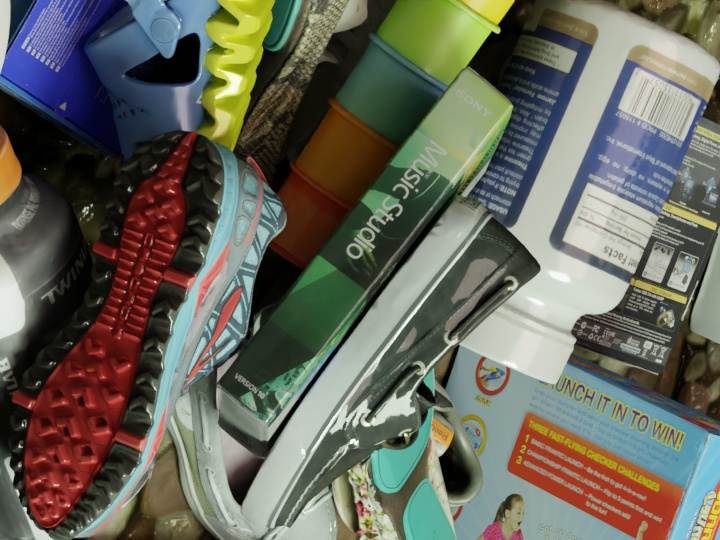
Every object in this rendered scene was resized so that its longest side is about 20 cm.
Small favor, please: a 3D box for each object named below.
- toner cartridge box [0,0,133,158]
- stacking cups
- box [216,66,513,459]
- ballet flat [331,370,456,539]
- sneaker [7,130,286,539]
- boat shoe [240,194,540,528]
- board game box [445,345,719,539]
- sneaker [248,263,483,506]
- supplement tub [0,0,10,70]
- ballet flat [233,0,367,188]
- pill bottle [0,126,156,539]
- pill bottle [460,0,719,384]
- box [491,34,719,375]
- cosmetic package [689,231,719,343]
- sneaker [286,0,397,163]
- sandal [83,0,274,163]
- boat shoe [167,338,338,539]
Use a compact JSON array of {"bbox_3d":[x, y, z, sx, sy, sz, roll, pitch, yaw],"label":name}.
[{"bbox_3d":[-0.112,-0.166,1.240,0.095,0.043,0.201,34,83,-44],"label":"toner cartridge box"},{"bbox_3d":[0.017,-0.091,1.296,0.060,0.061,0.200,24,105,-44],"label":"stacking cups"},{"bbox_3d":[0.000,0.000,1.263,0.200,0.036,0.144,-54,176,-10],"label":"box"},{"bbox_3d":[0.008,0.103,1.363,0.076,0.064,0.201,-47,140,-41],"label":"ballet flat"},{"bbox_3d":[-0.089,0.039,1.176,0.095,0.079,0.201,19,99,-56],"label":"sneaker"},{"bbox_3d":[0.014,0.056,1.253,0.200,0.057,0.069,-54,176,10],"label":"boat shoe"},{"bbox_3d":[0.114,0.154,1.464,0.056,0.200,0.197,14,98,-45],"label":"board game box"},{"bbox_3d":[0.010,0.064,1.419,0.074,0.079,0.200,-52,131,-14],"label":"sneaker"},{"bbox_3d":[-0.251,-0.117,1.025,0.145,0.200,0.146,-18,118,-36],"label":"supplement tub"},{"bbox_3d":[-0.039,-0.114,1.282,0.075,0.068,0.201,-2,130,-36],"label":"ballet flat"},{"bbox_3d":[-0.175,0.026,1.219,0.106,0.106,0.201,-35,128,-26],"label":"pill bottle"},{"bbox_3d":[0.111,-0.045,1.383,0.111,0.111,0.201,22,92,-44],"label":"pill bottle"},{"bbox_3d":[0.138,-0.036,1.513,0.199,0.049,0.162,17,97,-43],"label":"box"},{"bbox_3d":[0.355,-0.004,1.639,0.199,0.165,0.166,8,102,-43],"label":"cosmetic package"},{"bbox_3d":[0.000,-0.099,1.346,0.081,0.076,0.201,-17,116,-35],"label":"sneaker"},{"bbox_3d":[-0.093,-0.099,1.211,0.080,0.087,0.201,-74,180,-63],"label":"sandal"},{"bbox_3d":[-0.059,0.099,1.380,0.074,0.065,0.203,-40,130,-22],"label":"boat shoe"}]
